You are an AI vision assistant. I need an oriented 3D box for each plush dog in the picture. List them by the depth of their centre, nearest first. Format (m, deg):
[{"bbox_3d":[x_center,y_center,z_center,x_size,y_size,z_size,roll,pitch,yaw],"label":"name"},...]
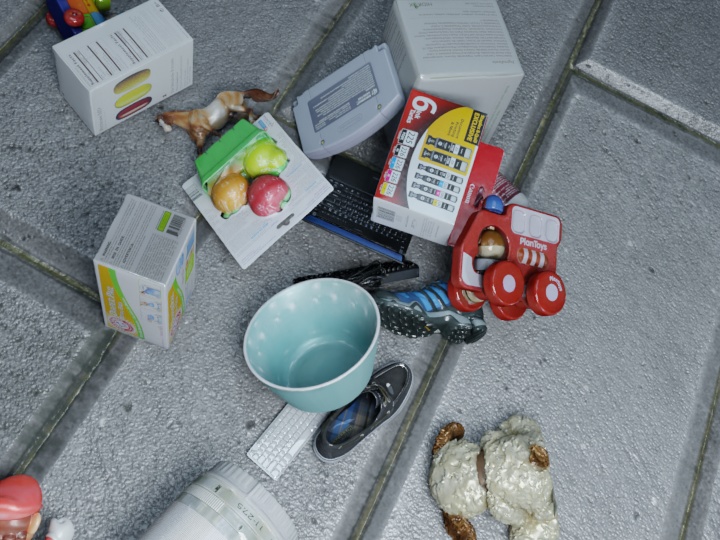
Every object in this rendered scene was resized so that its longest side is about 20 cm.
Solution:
[{"bbox_3d":[0.179,0.289,1.222,0.168,0.161,0.204,-10,61,8],"label":"plush dog"}]

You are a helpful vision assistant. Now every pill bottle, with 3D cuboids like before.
[{"bbox_3d":[0.209,-0.108,1.457,0.109,0.110,0.200,-37,74,-28],"label":"pill bottle"}]

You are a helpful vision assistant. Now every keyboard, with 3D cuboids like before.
[{"bbox_3d":[-0.082,0.208,1.270,0.056,0.011,0.201,36,60,8],"label":"keyboard"},{"bbox_3d":[0.000,0.000,1.357,0.196,0.041,0.104,-11,19,-18],"label":"keyboard"}]

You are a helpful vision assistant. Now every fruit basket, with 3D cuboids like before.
[{"bbox_3d":[-0.160,-0.126,1.368,0.185,0.094,0.201,-41,67,-1],"label":"fruit basket"}]

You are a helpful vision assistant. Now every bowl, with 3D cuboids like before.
[{"bbox_3d":[-0.057,0.119,1.247,0.196,0.106,0.203,-10,44,9],"label":"bowl"}]

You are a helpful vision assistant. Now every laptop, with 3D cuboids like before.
[{"bbox_3d":[0.011,-0.102,1.410,0.174,0.104,0.203,23,61,0],"label":"laptop"}]

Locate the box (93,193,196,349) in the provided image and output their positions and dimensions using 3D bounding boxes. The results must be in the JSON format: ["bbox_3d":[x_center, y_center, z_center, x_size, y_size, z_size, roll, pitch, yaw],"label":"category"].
[{"bbox_3d":[-0.294,0.007,1.222,0.099,0.201,0.114,19,60,0],"label":"box"}]

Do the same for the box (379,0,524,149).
[{"bbox_3d":[0.141,-0.334,1.514,0.195,0.200,0.175,-5,63,-17],"label":"box"}]

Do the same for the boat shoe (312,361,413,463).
[{"bbox_3d":[0.010,0.194,1.266,0.199,0.067,0.070,-36,74,-27],"label":"boat shoe"}]

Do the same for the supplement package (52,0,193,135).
[{"bbox_3d":[-0.385,-0.334,1.442,0.199,0.114,0.110,-36,73,-26],"label":"supplement package"}]

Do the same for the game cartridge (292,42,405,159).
[{"bbox_3d":[-0.020,-0.275,1.473,0.197,0.041,0.136,-27,66,23],"label":"game cartridge"}]

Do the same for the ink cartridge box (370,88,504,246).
[{"bbox_3d":[0.127,-0.154,1.367,0.172,0.084,0.204,18,69,4],"label":"ink cartridge box"}]

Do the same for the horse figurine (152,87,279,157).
[{"bbox_3d":[-0.229,-0.253,1.464,0.198,0.050,0.133,-33,55,-18],"label":"horse figurine"}]

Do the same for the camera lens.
[{"bbox_3d":[-0.191,0.357,1.074,0.159,0.161,0.200,39,60,10],"label":"camera lens"}]

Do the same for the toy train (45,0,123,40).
[{"bbox_3d":[-0.484,-0.466,1.516,0.114,0.085,0.202,-18,66,-33],"label":"toy train"}]

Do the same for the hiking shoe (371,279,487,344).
[{"bbox_3d":[0.102,0.056,1.369,0.196,0.075,0.088,14,54,-18],"label":"hiking shoe"}]

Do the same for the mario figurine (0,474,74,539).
[{"bbox_3d":[-0.431,0.357,1.083,0.122,0.105,0.205,23,63,-42],"label":"mario figurine"}]

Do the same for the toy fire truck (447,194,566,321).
[{"bbox_3d":[0.220,-0.020,1.326,0.196,0.111,0.172,13,76,-30],"label":"toy fire truck"}]
